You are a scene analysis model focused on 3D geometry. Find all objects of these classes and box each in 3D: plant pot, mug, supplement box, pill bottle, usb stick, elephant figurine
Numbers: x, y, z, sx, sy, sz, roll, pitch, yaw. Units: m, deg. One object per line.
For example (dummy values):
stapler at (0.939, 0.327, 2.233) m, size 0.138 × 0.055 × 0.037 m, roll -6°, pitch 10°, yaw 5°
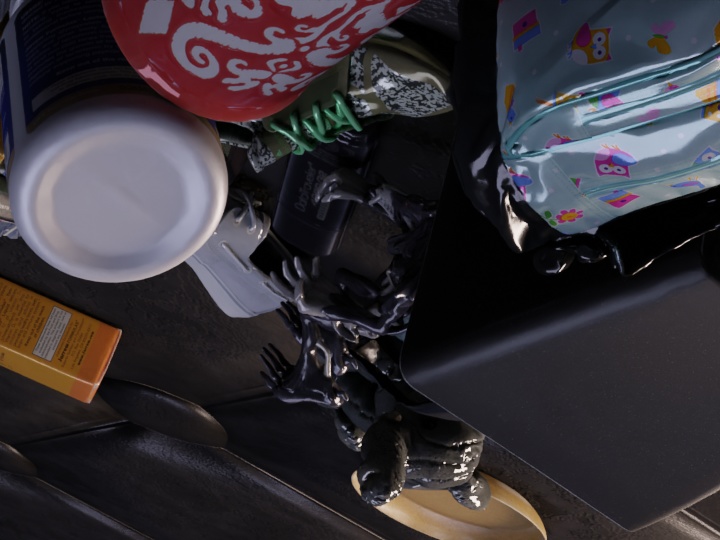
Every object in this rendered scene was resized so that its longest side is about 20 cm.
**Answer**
plant pot at (0.089, 0.223, 1.741) m, size 0.199 × 0.028 × 0.200 m, roll 18°, pitch 156°, yaw 8°
mug at (-0.040, -0.168, 0.848) m, size 0.177 × 0.134 × 0.200 m, roll 16°, pitch 159°, yaw -30°
plant pot at (0.169, -0.001, 0.989) m, size 0.199 × 0.201 × 0.177 m, roll 35°, pitch 142°, yaw -29°
supplement box at (-0.328, 0.050, 1.674) m, size 0.199 × 0.069 × 0.067 m, roll 23°, pitch 156°, yaw -8°
pill bottle at (-0.143, -0.096, 1.001) m, size 0.115 × 0.200 × 0.116 m, roll -7°, pitch 130°, yaw -9°
usb stick at (-0.025, -0.062, 1.204) m, size 0.055 × 0.033 × 0.200 m, roll 28°, pitch 157°, yaw 2°
elephant figurine at (0.052, 0.116, 1.324) m, size 0.200 × 0.155 × 0.142 m, roll 48°, pitch 168°, yaw 54°

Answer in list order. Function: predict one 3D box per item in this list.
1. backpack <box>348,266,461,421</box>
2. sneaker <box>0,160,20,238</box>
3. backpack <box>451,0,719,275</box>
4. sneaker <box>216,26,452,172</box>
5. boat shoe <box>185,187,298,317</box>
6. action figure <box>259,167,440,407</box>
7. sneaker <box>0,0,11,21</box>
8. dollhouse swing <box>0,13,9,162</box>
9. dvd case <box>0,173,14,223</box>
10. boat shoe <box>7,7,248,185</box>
backpack at (0.095, 0.044, 1.173) m, size 0.166 × 0.127 × 0.200 m, roll 20°, pitch -178°, yaw -15°
sneaker at (-0.293, -0.087, 1.342) m, size 0.200 × 0.085 × 0.077 m, roll 16°, pitch 133°, yaw -44°
backpack at (0.140, -0.101, 0.799) m, size 0.200 × 0.167 × 0.126 m, roll -14°, pitch 152°, yaw 36°
sneaker at (-0.033, -0.092, 1.065) m, size 0.199 × 0.089 × 0.077 m, roll 3°, pitch 153°, yaw 29°
boat shoe at (-0.097, -0.029, 1.302) m, size 0.068 × 0.072 × 0.200 m, roll -12°, pitch 139°, yaw 17°
action figure at (0.000, 0.000, 1.108) m, size 0.102 × 0.119 × 0.200 m, roll 36°, pitch 131°, yaw -5°
sneaker at (-0.249, -0.211, 1.010) m, size 0.115 × 0.075 × 0.200 m, roll 29°, pitch 148°, yaw 1°
dollhouse swing at (-0.326, -0.125, 1.171) m, size 0.200 × 0.182 × 0.176 m, roll 27°, pitch 136°, yaw -15°
dvd case at (-0.304, -0.080, 1.145) m, size 0.146 × 0.022 × 0.200 m, roll 31°, pitch -174°, yaw 26°
boat shoe at (-0.145, -0.118, 1.139) m, size 0.200 × 0.065 × 0.073 m, roll 34°, pitch 155°, yaw -26°
